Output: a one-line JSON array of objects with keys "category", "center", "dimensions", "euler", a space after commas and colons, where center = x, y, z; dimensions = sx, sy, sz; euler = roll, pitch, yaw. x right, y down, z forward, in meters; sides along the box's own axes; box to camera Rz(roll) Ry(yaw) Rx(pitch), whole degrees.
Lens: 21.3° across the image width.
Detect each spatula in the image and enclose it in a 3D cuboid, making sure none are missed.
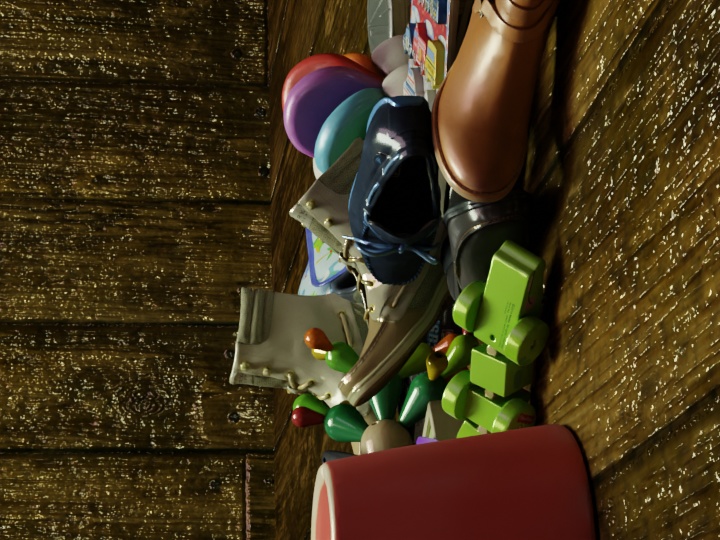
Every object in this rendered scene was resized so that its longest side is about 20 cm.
[{"category": "spatula", "center": [0.021, 0.163, 1.587], "dimensions": [0.200, 0.021, 0.057], "euler": [-2, 97, 55]}]

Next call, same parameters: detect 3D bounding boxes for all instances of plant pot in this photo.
[{"category": "plant pot", "center": [0.059, 0.207, 1.361], "dimensions": [0.200, 0.177, 0.201], "euler": [180, 90, -83]}]

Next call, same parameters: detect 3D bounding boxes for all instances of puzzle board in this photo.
[{"category": "puzzle board", "center": [0.053, -0.178, 1.551], "dimensions": [0.200, 0.017, 0.151], "euler": [-110, 23, -73]}]

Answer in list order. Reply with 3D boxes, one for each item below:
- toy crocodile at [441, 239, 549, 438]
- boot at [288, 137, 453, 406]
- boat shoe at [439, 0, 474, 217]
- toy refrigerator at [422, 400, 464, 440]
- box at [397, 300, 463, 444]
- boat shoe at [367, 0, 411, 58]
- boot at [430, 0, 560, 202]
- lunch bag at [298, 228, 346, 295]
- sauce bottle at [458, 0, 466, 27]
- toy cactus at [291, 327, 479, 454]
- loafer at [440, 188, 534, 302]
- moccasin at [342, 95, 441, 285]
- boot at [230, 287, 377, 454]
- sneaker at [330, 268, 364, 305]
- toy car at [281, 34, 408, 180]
[{"category": "toy crocodile", "center": [0.109, 0.068, 1.457], "dimensions": [0.067, 0.062, 0.200], "euler": [28, 126, 33]}, {"category": "boot", "center": [0.000, 0.000, 1.612], "dimensions": [0.200, 0.155, 0.072], "euler": [-55, 0, -19]}, {"category": "boat shoe", "center": [0.100, -0.133, 1.536], "dimensions": [0.074, 0.063, 0.202], "euler": [-55, -28, -63]}, {"category": "toy refrigerator", "center": [0.077, 0.205, 1.621], "dimensions": [0.076, 0.070, 0.200], "euler": [-98, 11, -47]}, {"category": "box", "center": [0.061, 0.036, 1.833], "dimensions": [0.200, 0.050, 0.199], "euler": [-110, 24, -66]}, {"category": "boat shoe", "center": [0.048, -0.197, 1.950], "dimensions": [0.074, 0.065, 0.202], "euler": [12, 108, 63]}, {"category": "boot", "center": [0.112, -0.162, 1.373], "dimensions": [0.155, 0.077, 0.200], "euler": [118, 171, -65]}, {"category": "lunch bag", "center": [0.004, 0.000, 2.031], "dimensions": [0.170, 0.127, 0.200], "euler": [-97, 24, -57]}, {"category": "sauce bottle", "center": [0.082, -0.208, 1.644], "dimensions": [0.065, 0.065, 0.200], "euler": [106, 163, -63]}, {"category": "toy cactus", "center": [0.021, 0.116, 1.676], "dimensions": [0.102, 0.200, 0.165], "euler": [48, -148, -50]}, {"category": "loafer", "center": [0.103, -0.010, 1.488], "dimensions": [0.200, 0.073, 0.072], "euler": [84, 176, -74]}, {"category": "moccasin", "center": [0.025, -0.048, 1.489], "dimensions": [0.200, 0.080, 0.068], "euler": [85, 176, -51]}, {"category": "boot", "center": [-0.045, 0.112, 1.799], "dimensions": [0.072, 0.154, 0.200], "euler": [113, 158, -70]}, {"category": "sneaker", "center": [0.017, -0.047, 1.704], "dimensions": [0.074, 0.081, 0.200], "euler": [-109, 20, -60]}, {"category": "toy car", "center": [-0.003, -0.141, 1.808], "dimensions": [0.175, 0.150, 0.200], "euler": [-58, 19, 18]}]
